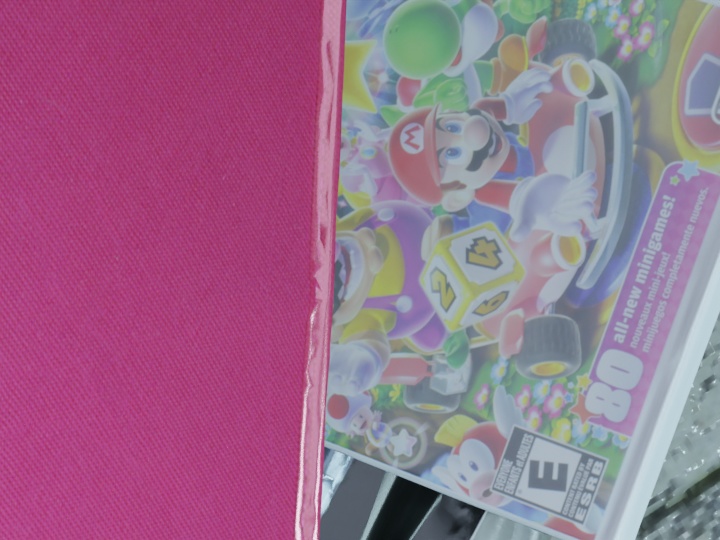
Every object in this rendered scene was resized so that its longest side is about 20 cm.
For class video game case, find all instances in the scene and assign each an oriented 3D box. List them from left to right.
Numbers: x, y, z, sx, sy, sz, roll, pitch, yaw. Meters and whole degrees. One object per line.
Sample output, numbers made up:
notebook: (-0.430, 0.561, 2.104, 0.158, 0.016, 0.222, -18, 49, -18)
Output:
video game case: (0.002, -0.027, 0.687, 0.199, 0.018, 0.144, 20, 88, 22)

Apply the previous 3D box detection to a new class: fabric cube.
fabric cube: (-0.142, 0.006, 0.613, 0.200, 0.199, 0.197, -6, 103, -55)

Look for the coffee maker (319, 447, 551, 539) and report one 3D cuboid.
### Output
coffee maker: (0.000, 0.000, 0.765, 0.192, 0.135, 0.200, 31, 90, 20)
